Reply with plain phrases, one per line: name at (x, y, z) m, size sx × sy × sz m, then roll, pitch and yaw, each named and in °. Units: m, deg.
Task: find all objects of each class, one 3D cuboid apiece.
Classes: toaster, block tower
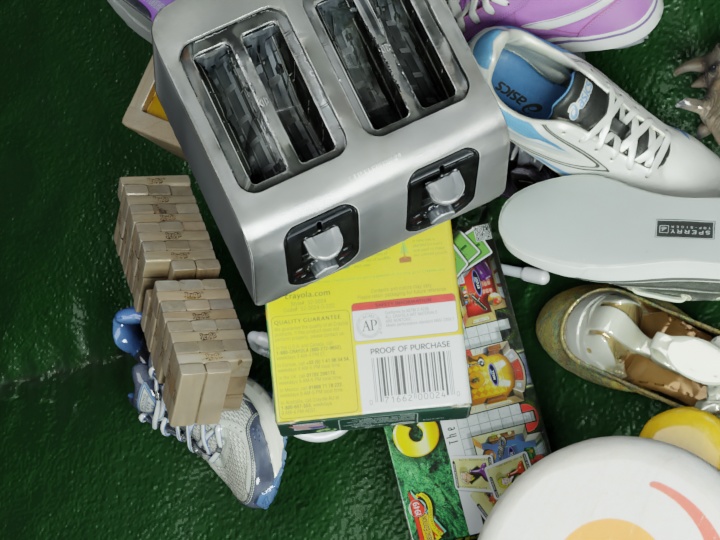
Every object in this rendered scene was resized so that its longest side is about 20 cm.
toaster at (-0.022, -0.106, 1.232) m, size 0.180 × 0.119 × 0.201 m, roll -24°, pitch 78°, yaw -9°
block tower at (-0.127, 0.018, 1.413) m, size 0.058 × 0.054 × 0.201 m, roll 108°, pitch 152°, yaw -41°

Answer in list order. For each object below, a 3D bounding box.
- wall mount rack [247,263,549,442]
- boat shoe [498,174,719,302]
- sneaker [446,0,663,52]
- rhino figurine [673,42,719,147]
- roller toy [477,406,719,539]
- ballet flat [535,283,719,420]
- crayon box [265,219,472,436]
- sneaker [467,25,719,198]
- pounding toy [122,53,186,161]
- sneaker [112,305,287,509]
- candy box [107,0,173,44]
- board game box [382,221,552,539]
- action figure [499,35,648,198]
wall mount rack at (0.024, 0.031, 1.369) m, size 0.173 × 0.075 × 0.201 m, roll 23°, pitch 78°, yaw 4°
boat shoe at (0.186, -0.010, 1.261) m, size 0.199 × 0.064 × 0.071 m, roll 7°, pitch 59°, yaw 18°
sneaker at (0.085, -0.183, 1.307) m, size 0.199 × 0.114 × 0.073 m, roll -15°, pitch 61°, yaw 24°
rhino figurine at (0.273, -0.096, 1.264) m, size 0.200 × 0.060 × 0.088 m, roll 29°, pitch 86°, yaw 40°
roller toy at (0.163, 0.194, 1.180) m, size 0.182 × 0.140 × 0.201 m, roll -26°, pitch 69°, yaw 14°
ballet flat at (0.185, 0.049, 1.265) m, size 0.199 × 0.071 × 0.071 m, roll 25°, pitch 87°, yaw 37°
crayon box at (0.000, 0.000, 1.295) m, size 0.126 × 0.051 × 0.201 m, roll -5°, pitch 76°, yaw 0°
sneaker at (0.151, -0.090, 1.278) m, size 0.199 × 0.072 × 0.072 m, roll 28°, pitch 82°, yaw -7°
pounding toy at (-0.072, -0.123, 1.446) m, size 0.183 × 0.142 × 0.201 m, roll 22°, pitch 85°, yaw 37°
sneaker at (-0.121, 0.096, 1.424) m, size 0.200 × 0.085 × 0.077 m, roll 55°, pitch 137°, yaw 39°
candy box at (-0.061, -0.223, 1.385) m, size 0.168 × 0.072 × 0.200 m, roll 37°, pitch 81°, yaw 34°
board game box at (0.060, 0.075, 1.312) m, size 0.104 × 0.023 × 0.201 m, roll -15°, pitch 76°, yaw -1°
action figure at (0.132, -0.147, 1.370) m, size 0.130 × 0.069 × 0.201 m, roll 8°, pitch 75°, yaw 40°
